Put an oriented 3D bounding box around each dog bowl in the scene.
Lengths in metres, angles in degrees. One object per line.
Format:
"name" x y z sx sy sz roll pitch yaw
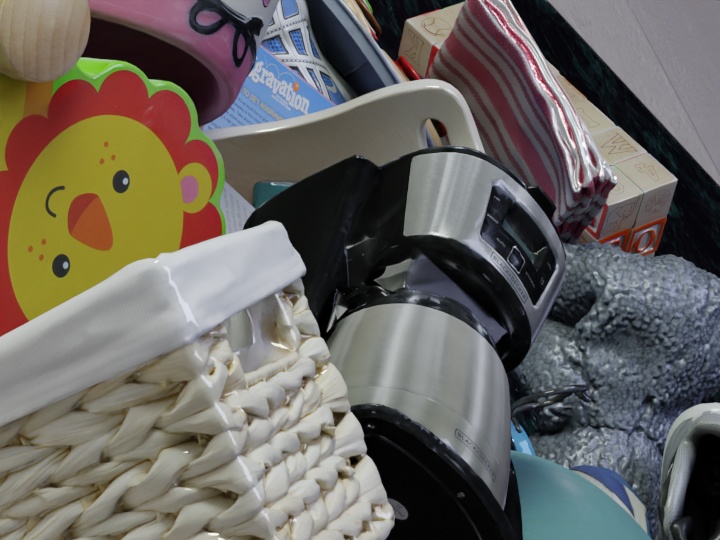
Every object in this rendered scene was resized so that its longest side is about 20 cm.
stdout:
"dog bowl" -0.132 -0.121 1.274 0.200 0.200 0.074 31 61 -54

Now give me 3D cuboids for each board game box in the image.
"board game box" -0.035 -0.048 1.583 0.200 0.019 0.103 37 63 -49

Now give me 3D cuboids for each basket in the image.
"basket" -0.102 0.082 0.999 0.123 0.200 0.136 64 18 1

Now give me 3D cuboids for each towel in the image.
"towel" 0.078 -0.067 1.706 0.146 0.030 0.200 61 -26 16

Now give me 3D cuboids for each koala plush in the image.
"koala plush" 0.132 0.103 1.658 0.177 0.184 0.200 28 57 -28

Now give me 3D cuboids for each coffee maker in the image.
"coffee maker" -0.018 0.054 1.177 0.200 0.192 0.135 -74 155 -53

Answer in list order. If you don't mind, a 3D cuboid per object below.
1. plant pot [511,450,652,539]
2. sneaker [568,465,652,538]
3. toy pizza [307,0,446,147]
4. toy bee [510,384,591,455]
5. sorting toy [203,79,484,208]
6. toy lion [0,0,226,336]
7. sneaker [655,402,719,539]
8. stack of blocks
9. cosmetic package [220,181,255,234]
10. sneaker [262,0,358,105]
"plant pot" 0.059 0.173 1.285 0.201 0.201 0.161 48 13 -28
"sneaker" 0.093 0.167 1.499 0.088 0.075 0.200 43 42 -22
"toy pizza" -0.001 -0.122 1.716 0.200 0.032 0.200 53 -11 14
"toy bee" 0.055 0.130 1.416 0.200 0.131 0.109 122 -47 -81
"sorting toy" 0.000 0.000 1.420 0.200 0.180 0.107 61 18 6
"toy lion" -0.140 -0.014 1.135 0.200 0.069 0.192 -51 130 -28
"sneaker" 0.182 0.172 1.552 0.115 0.075 0.200 16 75 -80
"stack of blocks" 0.100 -0.063 1.780 0.059 0.115 0.200 -20 50 -33
"cosmetic package" -0.092 0.008 1.295 0.200 0.102 0.074 44 24 -40
"sneaker" -0.052 -0.114 1.630 0.200 0.076 0.077 49 21 -32
